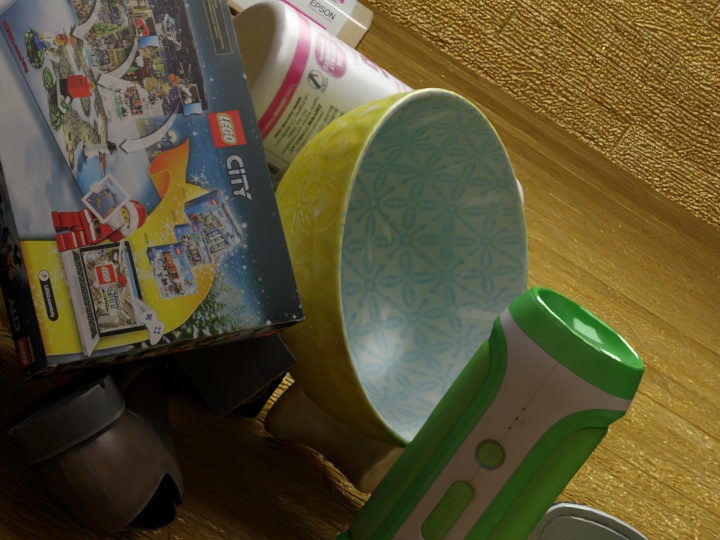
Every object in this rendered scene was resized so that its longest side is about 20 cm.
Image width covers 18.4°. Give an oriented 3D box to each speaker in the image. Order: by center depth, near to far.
[{"bbox_3d":[0.062,0.108,1.167,0.088,0.200,0.088,33,13,-9],"label":"speaker"}]

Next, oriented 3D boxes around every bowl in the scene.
[{"bbox_3d":[0.000,0.000,1.243,0.108,0.200,0.200,0,-8,33],"label":"bowl"}]

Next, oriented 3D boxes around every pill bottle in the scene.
[{"bbox_3d":[-0.005,-0.067,1.348,0.200,0.113,0.113,32,13,-27],"label":"pill bottle"}]

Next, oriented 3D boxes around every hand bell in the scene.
[{"bbox_3d":[0.041,0.142,1.311,0.200,0.104,0.104,54,19,17],"label":"hand bell"}]

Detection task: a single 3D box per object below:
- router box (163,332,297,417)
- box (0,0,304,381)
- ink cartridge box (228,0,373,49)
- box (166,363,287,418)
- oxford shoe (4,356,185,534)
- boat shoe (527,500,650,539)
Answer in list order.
[{"bbox_3d":[-0.118,-0.021,1.171,0.200,0.052,0.157,55,-7,-6],"label":"router box"},{"bbox_3d":[-0.116,-0.057,1.065,0.136,0.038,0.200,-9,82,-31],"label":"box"},{"bbox_3d":[-0.086,-0.312,2.546,0.200,0.075,0.165,35,12,-6],"label":"ink cartridge box"},{"bbox_3d":[-0.151,-0.002,1.358,0.161,0.049,0.200,21,21,-42],"label":"box"},{"bbox_3d":[-0.124,0.090,1.103,0.084,0.073,0.200,61,8,-5],"label":"oxford shoe"},{"bbox_3d":[0.179,0.207,1.408,0.200,0.076,0.060,44,11,-18],"label":"boat shoe"}]
